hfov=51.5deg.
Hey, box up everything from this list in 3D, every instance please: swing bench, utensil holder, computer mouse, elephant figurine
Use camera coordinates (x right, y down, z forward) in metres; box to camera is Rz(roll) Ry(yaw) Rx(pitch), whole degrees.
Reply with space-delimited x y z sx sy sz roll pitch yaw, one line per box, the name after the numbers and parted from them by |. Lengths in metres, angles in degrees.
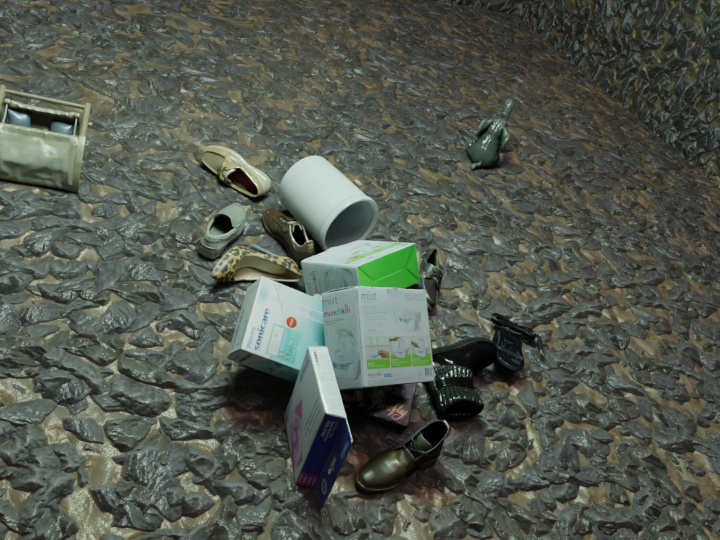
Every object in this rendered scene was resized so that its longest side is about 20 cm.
-0.721 -0.293 1.672 0.198 0.130 0.200 8 39 -21 | swing bench
-0.082 -0.160 1.826 0.170 0.170 0.200 -15 48 -40 | utensil holder
0.363 0.189 1.737 0.140 0.046 0.200 23 31 -8 | computer mouse
0.427 -0.443 2.419 0.141 0.200 0.155 3 41 -26 | elephant figurine

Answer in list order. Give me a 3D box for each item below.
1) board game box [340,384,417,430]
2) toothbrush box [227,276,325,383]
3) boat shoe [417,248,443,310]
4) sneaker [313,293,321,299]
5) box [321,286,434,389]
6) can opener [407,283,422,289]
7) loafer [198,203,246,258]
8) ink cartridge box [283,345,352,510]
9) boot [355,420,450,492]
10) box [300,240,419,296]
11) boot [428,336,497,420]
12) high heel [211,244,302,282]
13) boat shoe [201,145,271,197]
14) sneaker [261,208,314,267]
0.010 0.218 1.465 0.199 0.035 0.136 18 63 -7 | board game box
-0.127 0.120 1.379 0.199 0.085 0.147 24 62 -20 | toothbrush box
0.165 0.011 1.809 0.073 0.065 0.200 44 26 -32 | boat shoe
-0.057 0.148 1.547 0.086 0.078 0.200 -40 79 -14 | sneaker
0.035 0.123 1.368 0.200 0.096 0.177 3 78 -48 | box
0.042 0.060 1.706 0.199 0.079 0.063 -4 35 -14 | can opener
-0.308 -0.103 1.708 0.070 0.070 0.200 22 36 -2 | loafer
-0.078 0.267 1.267 0.043 0.197 0.200 5 40 -21 | ink cartridge box
0.079 0.330 1.356 0.199 0.097 0.075 -15 51 -41 | boot
0.000 0.000 1.659 0.176 0.097 0.200 4 19 42 | box
0.228 0.229 1.574 0.210 0.080 0.158 -11 40 -23 | boot
-0.220 0.004 1.618 0.142 0.072 0.200 27 27 16 | high heel
-0.320 -0.248 1.880 0.199 0.074 0.069 28 31 6 | boat shoe
-0.164 -0.097 1.774 0.070 0.076 0.200 -13 50 -38 | sneaker
